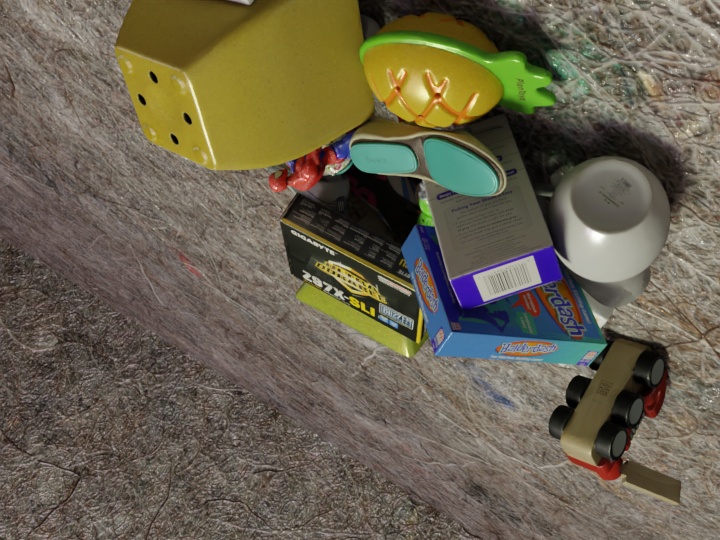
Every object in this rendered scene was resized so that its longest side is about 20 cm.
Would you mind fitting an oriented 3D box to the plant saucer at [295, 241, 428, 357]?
[{"bbox_3d":[0.040,-0.003,1.298,0.199,0.200,0.048,26,147,24],"label":"plant saucer"}]

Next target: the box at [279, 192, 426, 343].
[{"bbox_3d":[0.000,0.000,1.159,0.199,0.049,0.160,28,160,13],"label":"box"}]

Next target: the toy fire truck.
[{"bbox_3d":[0.372,0.218,1.276,0.128,0.176,0.200,15,152,42],"label":"toy fire truck"}]

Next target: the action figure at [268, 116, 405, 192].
[{"bbox_3d":[-0.035,-0.162,1.088,0.099,0.200,0.065,55,159,5],"label":"action figure"}]

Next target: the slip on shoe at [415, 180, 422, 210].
[{"bbox_3d":[0.151,-0.045,1.210,0.200,0.074,0.061,49,153,-20],"label":"slip on shoe"}]

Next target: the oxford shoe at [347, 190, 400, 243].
[{"bbox_3d":[-0.011,-0.079,1.272,0.200,0.071,0.074,57,-174,30],"label":"oxford shoe"}]

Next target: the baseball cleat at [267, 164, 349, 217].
[{"bbox_3d":[-0.075,-0.101,1.251,0.200,0.069,0.107,-145,50,-61],"label":"baseball cleat"}]

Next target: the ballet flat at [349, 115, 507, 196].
[{"bbox_3d":[0.077,-0.127,0.977,0.199,0.070,0.070,17,153,35],"label":"ballet flat"}]

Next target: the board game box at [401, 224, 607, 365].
[{"bbox_3d":[0.157,0.028,1.031,0.199,0.152,0.045,6,137,-26],"label":"board game box"}]

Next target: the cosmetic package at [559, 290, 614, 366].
[{"bbox_3d":[0.266,0.046,1.221,0.101,0.071,0.200,32,160,10],"label":"cosmetic package"}]

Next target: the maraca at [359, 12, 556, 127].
[{"bbox_3d":[0.094,-0.195,0.924,0.199,0.107,0.137,13,171,19],"label":"maraca"}]

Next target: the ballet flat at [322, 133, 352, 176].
[{"bbox_3d":[-0.070,-0.174,1.192,0.064,0.076,0.200,42,-179,-32],"label":"ballet flat"}]

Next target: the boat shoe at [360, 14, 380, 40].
[{"bbox_3d":[-0.015,-0.231,1.083,0.065,0.074,0.200,15,164,-23],"label":"boat shoe"}]

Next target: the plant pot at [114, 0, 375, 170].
[{"bbox_3d":[-0.130,-0.213,0.958,0.195,0.200,0.195,25,143,33],"label":"plant pot"}]

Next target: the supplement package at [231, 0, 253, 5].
[{"bbox_3d":[-0.162,-0.371,0.873,0.199,0.151,0.152,22,156,32],"label":"supplement package"}]

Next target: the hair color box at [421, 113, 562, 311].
[{"bbox_3d":[0.131,-0.065,0.985,0.109,0.201,0.065,-18,141,10],"label":"hair color box"}]

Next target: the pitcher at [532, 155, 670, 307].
[{"bbox_3d":[0.242,-0.056,0.993,0.171,0.121,0.200,40,174,20],"label":"pitcher"}]

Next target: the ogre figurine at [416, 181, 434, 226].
[{"bbox_3d":[0.124,-0.045,1.121,0.119,0.098,0.200,4,146,0],"label":"ogre figurine"}]

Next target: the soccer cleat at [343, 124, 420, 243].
[{"bbox_3d":[0.031,-0.115,1.247,0.200,0.070,0.086,53,-161,-3],"label":"soccer cleat"}]
